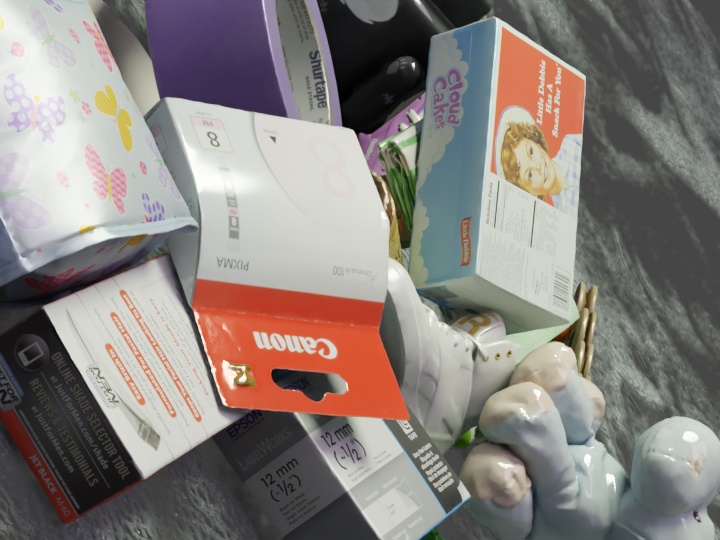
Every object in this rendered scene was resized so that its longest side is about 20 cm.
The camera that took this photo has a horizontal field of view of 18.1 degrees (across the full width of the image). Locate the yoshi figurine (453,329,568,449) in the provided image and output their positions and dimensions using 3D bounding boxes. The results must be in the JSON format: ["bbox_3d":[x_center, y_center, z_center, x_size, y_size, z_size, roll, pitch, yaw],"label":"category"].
[{"bbox_3d":[0.122,0.098,1.770,0.113,0.112,0.200,63,24,-8],"label":"yoshi figurine"}]

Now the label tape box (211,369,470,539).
[{"bbox_3d":[-0.028,0.100,1.470,0.200,0.066,0.143,57,25,4],"label":"label tape box"}]

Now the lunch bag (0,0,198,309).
[{"bbox_3d":[-0.199,-0.069,1.266,0.170,0.127,0.200,63,12,3],"label":"lunch bag"}]

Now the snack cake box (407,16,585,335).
[{"bbox_3d":[0.100,-0.066,1.640,0.115,0.067,0.201,26,63,-42],"label":"snack cake box"}]

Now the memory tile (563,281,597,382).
[{"bbox_3d":[0.161,0.111,1.817,0.017,0.154,0.200,15,28,0],"label":"memory tile"}]

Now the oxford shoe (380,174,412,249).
[{"bbox_3d":[0.007,-0.043,1.673,0.200,0.074,0.071,-17,95,-44],"label":"oxford shoe"}]

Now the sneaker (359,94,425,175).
[{"bbox_3d":[0.030,-0.086,1.793,0.073,0.114,0.201,44,27,-36],"label":"sneaker"}]

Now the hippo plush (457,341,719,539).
[{"bbox_3d":[0.166,0.162,1.582,0.159,0.160,0.201,9,96,-64],"label":"hippo plush"}]

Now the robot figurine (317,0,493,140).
[{"bbox_3d":[0.004,-0.176,1.732,0.125,0.200,0.150,54,13,6],"label":"robot figurine"}]

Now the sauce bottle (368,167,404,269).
[{"bbox_3d":[0.000,0.000,1.590,0.200,0.066,0.066,77,-5,-62],"label":"sauce bottle"}]

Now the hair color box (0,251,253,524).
[{"bbox_3d":[-0.135,0.062,1.316,0.111,0.064,0.200,59,20,1],"label":"hair color box"}]

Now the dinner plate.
[{"bbox_3d":[-0.176,-0.130,1.525,0.200,0.024,0.200,45,26,-30],"label":"dinner plate"}]

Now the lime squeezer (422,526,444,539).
[{"bbox_3d":[0.033,0.191,1.548,0.071,0.038,0.201,13,51,-61],"label":"lime squeezer"}]

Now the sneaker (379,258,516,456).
[{"bbox_3d":[0.048,0.046,1.573,0.074,0.115,0.200,32,-33,35],"label":"sneaker"}]

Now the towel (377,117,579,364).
[{"bbox_3d":[0.093,-0.028,1.690,0.152,0.023,0.201,-34,106,-48],"label":"towel"}]

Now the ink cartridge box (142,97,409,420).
[{"bbox_3d":[-0.043,-0.008,1.407,0.162,0.057,0.200,7,47,-43],"label":"ink cartridge box"}]

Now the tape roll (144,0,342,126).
[{"bbox_3d":[-0.078,-0.141,1.580,0.200,0.085,0.201,-11,90,-80],"label":"tape roll"}]
